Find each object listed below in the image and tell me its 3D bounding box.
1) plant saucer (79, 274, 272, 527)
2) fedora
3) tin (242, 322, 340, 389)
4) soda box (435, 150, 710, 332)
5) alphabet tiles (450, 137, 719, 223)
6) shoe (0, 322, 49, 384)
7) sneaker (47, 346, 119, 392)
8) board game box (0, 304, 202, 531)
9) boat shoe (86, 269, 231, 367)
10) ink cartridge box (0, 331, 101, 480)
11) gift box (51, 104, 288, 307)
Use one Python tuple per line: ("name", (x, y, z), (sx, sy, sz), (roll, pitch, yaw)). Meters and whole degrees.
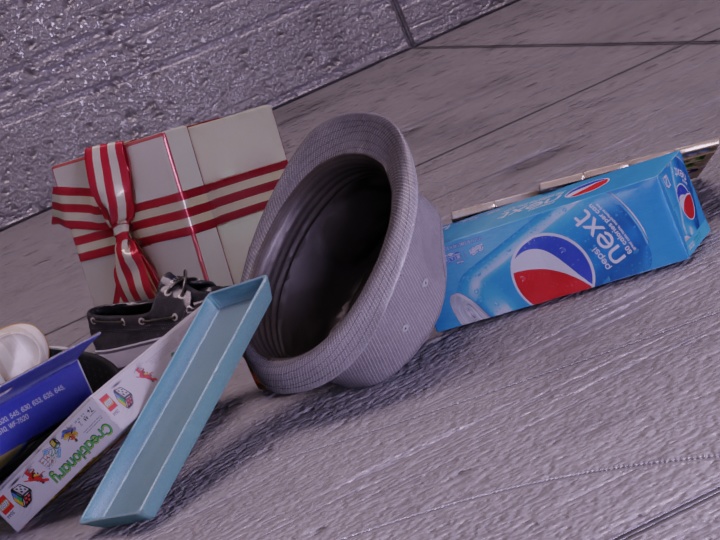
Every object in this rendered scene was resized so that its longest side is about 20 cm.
("plant saucer", (-0.118, 0.088, 1.340), (0.070, 0.019, 0.200), (-17, 36, 47))
("fedora", (0.000, 0.000, 1.390), (0.177, 0.090, 0.201), (-2, 67, 51))
("tin", (0.001, 0.035, 1.519), (0.200, 0.042, 0.112), (-29, 16, -27))
("soda box", (0.138, -0.019, 1.419), (0.199, 0.064, 0.068), (-18, 11, 28))
("alphabet tiles", (0.166, -0.060, 1.516), (0.199, 0.008, 0.167), (-15, -6, 3))
("shoe", (-0.315, 0.121, 1.591), (0.200, 0.070, 0.053), (-50, 15, -20))
("sneaker", (-0.280, 0.101, 1.704), (0.201, 0.068, 0.108), (-8, -3, 14))
("board game box", (-0.175, 0.101, 1.453), (0.126, 0.035, 0.200), (-44, 0, 28))
("boat shoe", (-0.164, 0.034, 1.796), (0.200, 0.066, 0.070), (-16, 13, 36))
("ink cartridge box", (-0.289, 0.138, 1.455), (0.197, 0.047, 0.200), (-31, -4, -41))
("gift box", (-0.185, -0.044, 1.950), (0.200, 0.185, 0.187), (-19, 2, 39))
